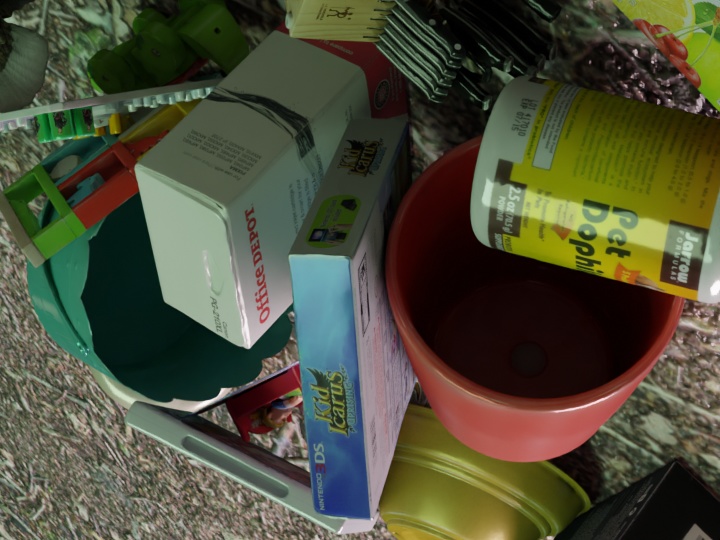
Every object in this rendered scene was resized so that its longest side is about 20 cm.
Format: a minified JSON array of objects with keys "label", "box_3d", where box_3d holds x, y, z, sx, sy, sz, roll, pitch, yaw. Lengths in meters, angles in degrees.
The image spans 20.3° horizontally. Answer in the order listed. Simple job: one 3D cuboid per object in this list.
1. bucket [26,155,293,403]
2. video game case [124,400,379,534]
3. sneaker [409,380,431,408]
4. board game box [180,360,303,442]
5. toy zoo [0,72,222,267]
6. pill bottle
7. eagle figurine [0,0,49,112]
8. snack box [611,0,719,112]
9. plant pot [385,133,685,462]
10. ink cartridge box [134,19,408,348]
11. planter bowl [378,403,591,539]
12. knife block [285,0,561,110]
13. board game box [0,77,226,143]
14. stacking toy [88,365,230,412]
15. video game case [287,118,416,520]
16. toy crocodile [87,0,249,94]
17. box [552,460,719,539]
[{"label":"bucket","box_3d":[-0.161,0.000,1.612,0.134,0.207,0.208,11,138,54]},{"label":"video game case","box_3d":[-0.078,0.152,1.552,0.181,0.023,0.200,27,177,9]},{"label":"sneaker","box_3d":[0.053,0.066,1.573,0.082,0.078,0.200,36,158,-2]},{"label":"board game box","box_3d":[-0.052,0.095,1.544,0.200,0.157,0.039,53,-168,-88]},{"label":"toy zoo","box_3d":[-0.186,-0.089,1.541,0.021,0.200,0.131,55,176,-27]},{"label":"pill bottle","box_3d":[0.174,-0.045,1.218,0.199,0.110,0.110,14,142,15]},{"label":"eagle figurine","box_3d":[-0.296,-0.210,1.415,0.200,0.151,0.152,-128,50,-61]},{"label":"snack box","box_3d":[0.207,-0.191,1.062,0.169,0.068,0.200,45,148,-1]},{"label":"plant pot","box_3d":[0.113,0.032,1.349,0.200,0.201,0.178,33,159,16]},{"label":"ink cartridge box","box_3d":[-0.056,-0.069,1.394,0.084,0.200,0.145,26,146,26]},{"label":"planter bowl","box_3d":[0.077,0.186,1.609,0.199,0.084,0.201,22,163,7]},{"label":"knife block","box_3d":[0.038,-0.201,1.273,0.064,0.174,0.201,120,146,-58]},{"label":"board game box","box_3d":[-0.197,-0.106,1.425,0.199,0.199,0.026,-5,97,44]},{"label":"stacking toy","box_3d":[-0.175,0.071,1.819,0.146,0.146,0.200,41,168,3]},{"label":"video game case","box_3d":[0.000,0.029,1.329,0.045,0.182,0.201,4,122,13]},{"label":"toy crocodile","box_3d":[-0.147,-0.163,1.516,0.062,0.068,0.200,52,149,-16]},{"label":"box","box_3d":[0.226,0.259,1.564,0.148,0.107,0.200,43,149,-1]}]
